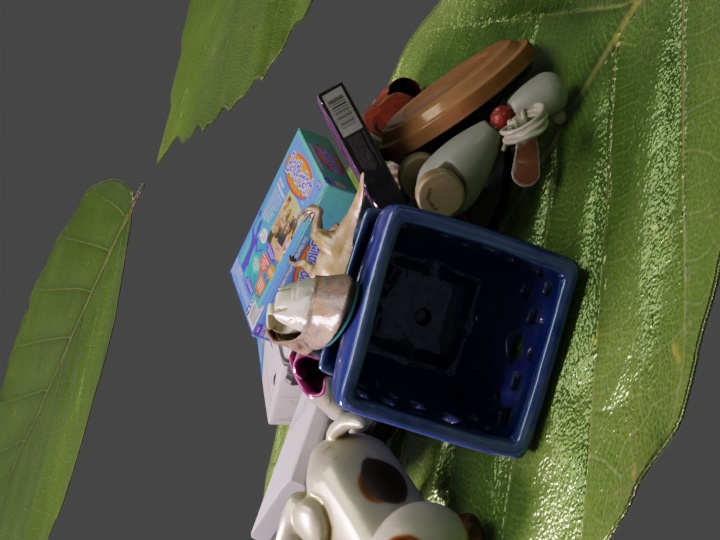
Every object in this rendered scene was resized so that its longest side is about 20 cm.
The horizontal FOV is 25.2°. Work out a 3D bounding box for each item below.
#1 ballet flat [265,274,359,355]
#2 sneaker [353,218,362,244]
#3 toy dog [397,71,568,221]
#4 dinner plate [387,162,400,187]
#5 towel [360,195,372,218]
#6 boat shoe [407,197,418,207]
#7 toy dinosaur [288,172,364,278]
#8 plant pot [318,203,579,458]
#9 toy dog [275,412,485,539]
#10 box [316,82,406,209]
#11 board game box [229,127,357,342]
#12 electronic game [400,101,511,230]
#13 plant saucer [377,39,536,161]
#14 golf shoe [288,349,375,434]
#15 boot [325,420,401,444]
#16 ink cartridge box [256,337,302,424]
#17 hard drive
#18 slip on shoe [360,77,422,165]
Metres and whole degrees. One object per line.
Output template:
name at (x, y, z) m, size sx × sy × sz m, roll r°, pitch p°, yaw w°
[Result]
ballet flat at (-0.055, 0.043, 1.556) m, size 0.200 × 0.067 × 0.069 m, roll 132°, pitch 153°, yaw -69°
sneaker at (0.000, 0.000, 1.757) m, size 0.200 × 0.065 × 0.079 m, roll 128°, pitch 158°, yaw -71°
toy dog at (0.134, -0.105, 1.634) m, size 0.199 × 0.097 × 0.132 m, roll -28°, pitch 25°, yaw 24°
dinner plate at (0.025, -0.032, 1.955) m, size 0.200 × 0.024 × 0.202 m, roll -49°, pitch 32°, yaw 45°
towel at (0.019, 0.004, 1.866) m, size 0.201 × 0.021 × 0.148 m, roll -110°, pitch 33°, yaw -57°
boat shoe at (0.078, -0.007, 1.695) m, size 0.065 × 0.072 × 0.202 m, roll 11°, pitch 80°, yaw 35°
toy dinosaur at (-0.026, -0.025, 1.669) m, size 0.201 × 0.058 × 0.101 m, roll -66°, pitch 31°, yaw 20°
plant pot at (0.073, 0.050, 1.570) m, size 0.180 × 0.198 × 0.202 m, roll -155°, pitch 81°, yaw -75°
toy dog at (0.035, 0.252, 1.592) m, size 0.199 × 0.139 × 0.196 m, roll 31°, pitch 117°, yaw 47°
box at (0.003, -0.121, 1.728) m, size 0.144 × 0.036 × 0.200 m, roll 62°, pitch 179°, yaw 0°
board game box at (-0.078, -0.040, 1.831) m, size 0.201 × 0.045 × 0.152 m, roll -63°, pitch 26°, yaw 21°
electronic game at (0.103, -0.095, 1.787) m, size 0.200 × 0.041 × 0.202 m, roll -30°, pitch 54°, yaw 52°
plant saucer at (0.098, -0.188, 1.727) m, size 0.199 × 0.032 × 0.200 m, roll -34°, pitch 10°, yaw 7°
golf shoe at (-0.040, 0.083, 1.695) m, size 0.075 × 0.091 × 0.201 m, roll -48°, pitch 41°, yaw 15°
boot at (0.004, 0.169, 1.788) m, size 0.211 × 0.079 × 0.159 m, roll 146°, pitch 148°, yaw -79°
ink cartridge box at (-0.065, 0.068, 1.950) m, size 0.145 × 0.083 × 0.201 m, roll -102°, pitch 20°, yaw -44°
hard drive at (-0.062, 0.187, 1.782) m, size 0.132 × 0.026 × 0.201 m, roll -58°, pitch 9°, yaw 48°
slip on shoe at (0.041, -0.181, 1.916) m, size 0.061 × 0.074 × 0.200 m, roll -55°, pitch 7°, yaw 24°
